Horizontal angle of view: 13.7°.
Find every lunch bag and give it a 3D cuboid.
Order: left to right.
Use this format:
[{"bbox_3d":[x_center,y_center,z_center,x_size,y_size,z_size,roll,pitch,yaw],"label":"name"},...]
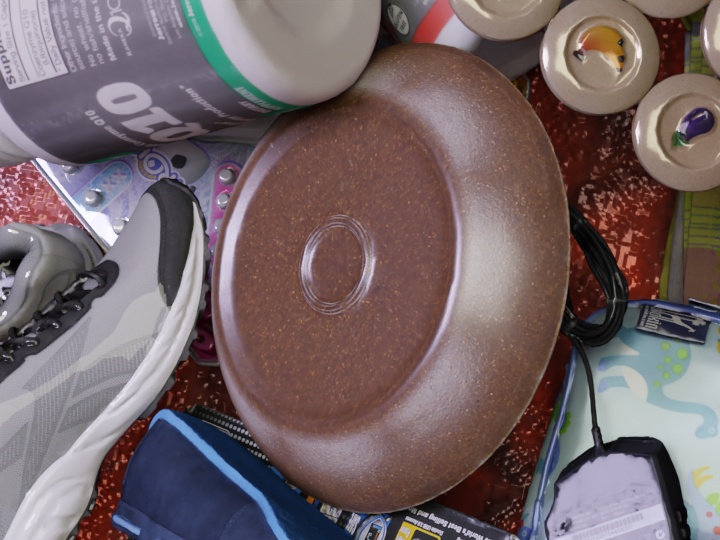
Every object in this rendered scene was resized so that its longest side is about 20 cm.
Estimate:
[{"bbox_3d":[0.149,0.118,1.281,0.161,0.082,0.200,17,84,10],"label":"lunch bag"}]

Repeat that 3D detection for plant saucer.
[{"bbox_3d":[0.000,0.000,1.252,0.200,0.037,0.201,-11,75,43],"label":"plant saucer"}]

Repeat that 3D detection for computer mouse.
[{"bbox_3d":[0.100,0.064,1.244,0.059,0.034,0.200,-18,73,24],"label":"computer mouse"}]

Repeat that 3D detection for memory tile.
[{"bbox_3d":[0.147,-0.113,1.240,0.200,0.017,0.153,37,83,-2],"label":"memory tile"}]

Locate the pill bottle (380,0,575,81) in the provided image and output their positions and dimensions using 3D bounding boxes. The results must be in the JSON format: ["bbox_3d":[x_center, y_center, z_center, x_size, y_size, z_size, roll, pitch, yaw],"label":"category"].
[{"bbox_3d":[0.021,-0.184,1.321,0.116,0.116,0.200,-38,75,1],"label":"pill bottle"}]

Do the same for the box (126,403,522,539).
[{"bbox_3d":[-0.034,0.176,1.280,0.200,0.048,0.193,21,81,40],"label":"box"}]

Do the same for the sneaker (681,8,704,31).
[{"bbox_3d":[0.147,-0.186,1.351,0.105,0.076,0.200,-33,75,-16],"label":"sneaker"}]

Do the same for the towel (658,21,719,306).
[{"bbox_3d":[0.230,-0.034,1.294,0.200,0.023,0.144,6,111,12],"label":"towel"}]

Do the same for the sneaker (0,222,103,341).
[{"bbox_3d":[-0.214,0.030,1.361,0.200,0.081,0.075,-27,78,5],"label":"sneaker"}]

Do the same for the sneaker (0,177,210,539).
[{"bbox_3d":[-0.132,0.044,1.303,0.079,0.074,0.200,34,82,-20],"label":"sneaker"}]

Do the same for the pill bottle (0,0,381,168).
[{"bbox_3d":[-0.100,-0.108,1.288,0.200,0.113,0.113,-12,76,38],"label":"pill bottle"}]

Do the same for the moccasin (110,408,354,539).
[{"bbox_3d":[-0.038,0.130,1.235,0.068,0.080,0.200,-57,35,5],"label":"moccasin"}]

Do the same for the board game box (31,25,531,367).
[{"bbox_3d":[-0.058,-0.092,1.383,0.200,0.026,0.200,-40,76,1],"label":"board game box"}]
